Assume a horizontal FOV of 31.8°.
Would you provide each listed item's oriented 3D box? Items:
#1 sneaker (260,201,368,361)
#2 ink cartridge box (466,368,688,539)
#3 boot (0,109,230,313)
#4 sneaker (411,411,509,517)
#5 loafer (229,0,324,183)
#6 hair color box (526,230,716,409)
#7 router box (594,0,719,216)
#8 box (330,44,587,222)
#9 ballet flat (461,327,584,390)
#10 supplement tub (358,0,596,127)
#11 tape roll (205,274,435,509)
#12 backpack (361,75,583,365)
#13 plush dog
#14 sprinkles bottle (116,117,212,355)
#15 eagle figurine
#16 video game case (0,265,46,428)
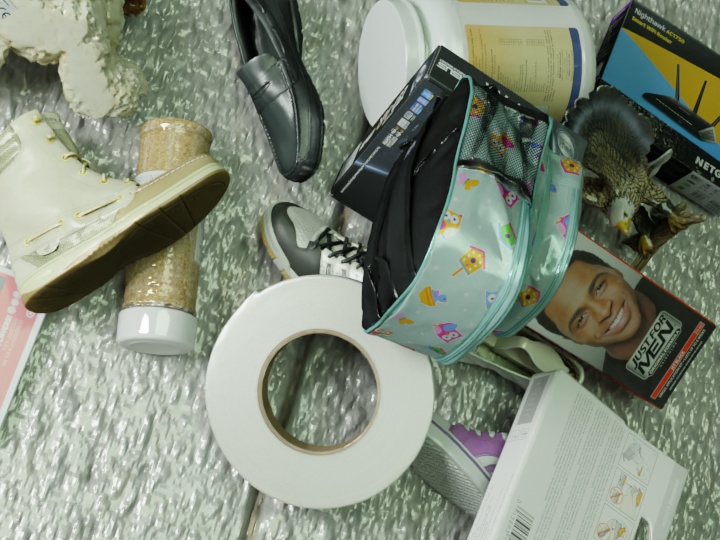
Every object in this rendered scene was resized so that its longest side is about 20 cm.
[{"bbox_3d":[0.000,0.000,1.145,0.200,0.088,0.076,44,42,-7],"label":"sneaker"},{"bbox_3d":[0.195,0.220,1.135,0.176,0.045,0.201,38,60,-19],"label":"ink cartridge box"},{"bbox_3d":[-0.223,-0.077,1.061,0.199,0.072,0.155,-32,68,1],"label":"boot"},{"bbox_3d":[0.125,0.167,1.172,0.200,0.072,0.115,41,62,-18],"label":"sneaker"},{"bbox_3d":[-0.083,-0.176,1.177,0.070,0.068,0.202,2,67,-39],"label":"loafer"},{"bbox_3d":[0.233,0.041,1.203,0.199,0.061,0.102,30,95,-25],"label":"hair color box"},{"bbox_3d":[0.336,-0.173,1.348,0.199,0.051,0.150,29,66,-11],"label":"router box"},{"bbox_3d":[0.084,-0.092,1.149,0.159,0.200,0.044,32,52,-11],"label":"box"},{"bbox_3d":[0.129,0.064,1.199,0.199,0.069,0.070,29,68,-11],"label":"ballet flat"},{"bbox_3d":[0.110,-0.195,1.218,0.198,0.144,0.146,-2,76,-21],"label":"supplement tub"},{"bbox_3d":[-0.034,0.103,1.093,0.201,0.037,0.205,0,91,4],"label":"tape roll"},{"bbox_3d":[0.084,-0.024,1.024,0.152,0.176,0.201,30,54,-10],"label":"backpack"},{"bbox_3d":[-0.270,-0.245,1.092,0.198,0.161,0.173,11,36,-17],"label":"plush dog"},{"bbox_3d":[-0.170,-0.030,1.109,0.068,0.068,0.202,9,72,-18],"label":"sprinkles bottle"},{"bbox_3d":[0.233,-0.084,1.225,0.199,0.151,0.153,32,87,-15],"label":"eagle figurine"},{"bbox_3d":[-0.370,0.043,1.041,0.198,0.017,0.144,23,69,-14],"label":"video game case"}]
